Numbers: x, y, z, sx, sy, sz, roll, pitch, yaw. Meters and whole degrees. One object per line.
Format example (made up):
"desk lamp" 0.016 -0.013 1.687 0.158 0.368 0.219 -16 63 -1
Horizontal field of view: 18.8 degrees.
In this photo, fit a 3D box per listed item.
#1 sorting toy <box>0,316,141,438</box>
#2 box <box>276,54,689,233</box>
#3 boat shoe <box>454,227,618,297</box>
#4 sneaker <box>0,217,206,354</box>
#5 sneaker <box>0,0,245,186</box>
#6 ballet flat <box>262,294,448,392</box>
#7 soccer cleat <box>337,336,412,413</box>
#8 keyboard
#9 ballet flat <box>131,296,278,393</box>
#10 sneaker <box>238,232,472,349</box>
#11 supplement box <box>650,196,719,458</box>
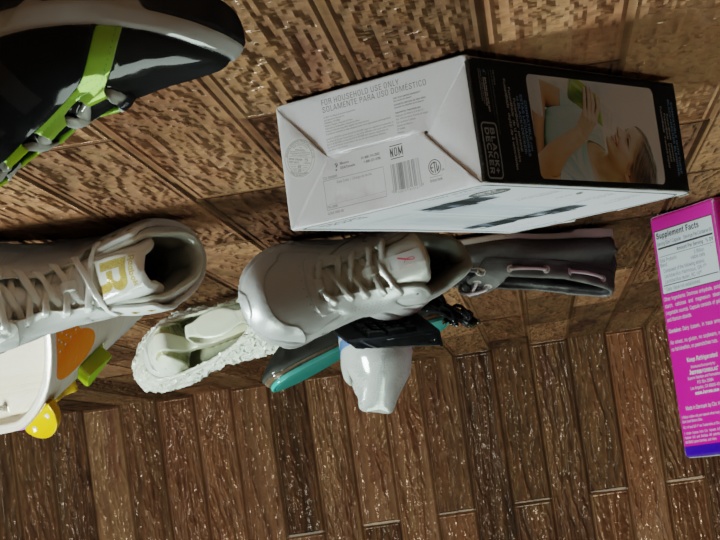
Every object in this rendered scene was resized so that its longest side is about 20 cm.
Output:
"sorting toy" -0.255 0.060 1.753 0.199 0.108 0.180 -12 -167 35
"box" 0.064 -0.058 1.069 0.116 0.061 0.199 -12 173 36
"boat shoe" 0.127 0.000 1.768 0.198 0.058 0.067 -5 174 -28
"sneaker" -0.185 0.005 1.331 0.115 0.074 0.199 -15 -179 41
"sneaker" -0.134 -0.047 0.756 0.198 0.084 0.072 -9 175 7
"ballet flat" -0.014 0.048 1.909 0.199 0.069 0.068 -18 163 -34
"soccer cleat" 0.006 0.060 1.805 0.069 0.087 0.200 3 -166 -3
"keyboard" 0.018 0.026 1.722 0.126 0.021 0.200 -2 -165 -20
"ballet flat" -0.146 0.059 1.952 0.199 0.072 0.072 -22 168 34
"sneaker" 0.000 0.000 1.571 0.199 0.079 0.099 -16 174 -43
"supplement box" 0.313 0.043 1.746 0.100 0.202 0.103 -5 175 -24
